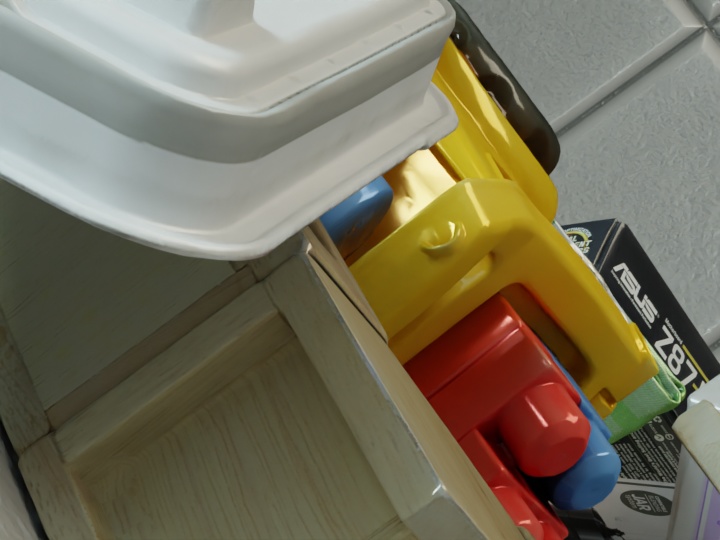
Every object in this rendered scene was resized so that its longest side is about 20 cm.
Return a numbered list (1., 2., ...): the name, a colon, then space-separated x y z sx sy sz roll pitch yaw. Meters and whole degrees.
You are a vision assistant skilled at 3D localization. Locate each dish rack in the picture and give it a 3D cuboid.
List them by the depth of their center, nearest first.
1. dish rack: -0.064 -0.073 0.534 0.171 0.044 0.200 29 19 8

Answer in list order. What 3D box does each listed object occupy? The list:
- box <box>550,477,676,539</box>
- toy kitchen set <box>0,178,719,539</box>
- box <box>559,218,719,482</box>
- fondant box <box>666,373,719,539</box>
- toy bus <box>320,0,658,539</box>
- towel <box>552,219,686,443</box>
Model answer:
1. box: 0.119 0.117 0.818 0.117 0.198 0.061 -110 -152 -70
2. toy kitchen set: 0.032 0.041 0.619 0.200 0.163 0.181 50 6 -46
3. box: 0.095 0.069 1.166 0.200 0.160 0.049 52 48 -29
4. fondant box: 0.201 0.062 0.835 0.143 0.059 0.200 17 18 24
5. toy bus: 0.000 0.000 0.733 0.200 0.135 0.192 47 8 -51
6. towel: 0.032 0.001 1.084 0.200 0.149 0.031 51 48 -4
